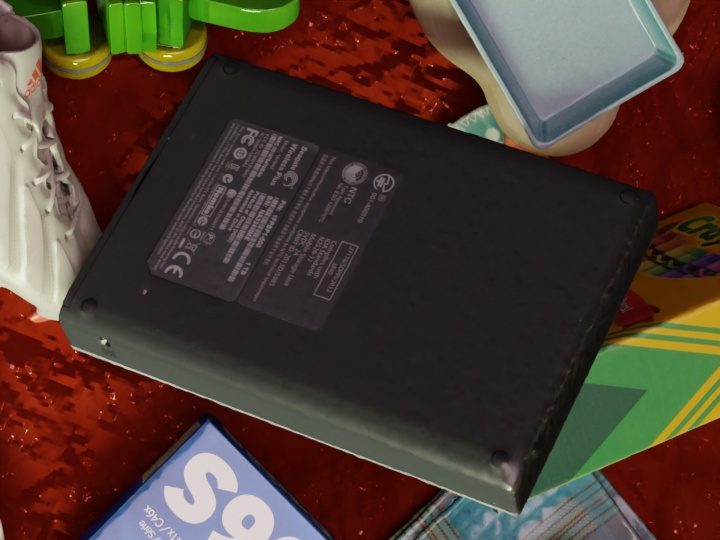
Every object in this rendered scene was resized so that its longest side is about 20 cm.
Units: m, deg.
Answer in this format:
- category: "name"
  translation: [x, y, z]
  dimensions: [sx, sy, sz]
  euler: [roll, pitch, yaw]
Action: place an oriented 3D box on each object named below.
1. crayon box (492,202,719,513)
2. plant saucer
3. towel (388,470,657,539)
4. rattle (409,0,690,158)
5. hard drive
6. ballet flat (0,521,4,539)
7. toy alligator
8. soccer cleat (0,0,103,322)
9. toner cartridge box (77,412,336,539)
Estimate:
- category: "crayon box"
  translation: [0.120, 0.026, 0.975]
  dimensions: [0.199, 0.127, 0.051]
  euler: [-22, 106, -12]
- category: "plant saucer"
  translation: [0.050, -0.148, 0.897]
  dimensions: [0.070, 0.019, 0.200]
  euler: [-30, 107, 6]
- category: "towel"
  translation: [0.054, 0.176, 1.030]
  dimensions: [0.200, 0.022, 0.147]
  euler: [-42, 104, -6]
- category: "rattle"
  translation: [0.083, -0.119, 1.002]
  dimensions: [0.130, 0.143, 0.201]
  euler: [0, 121, 3]
- category: "hard drive"
  translation: [0.000, 0.000, 0.911]
  dimensions: [0.199, 0.033, 0.140]
  euler: [19, 64, 20]
- category: "ballet flat"
  translation: [-0.185, 0.097, 0.943]
  dimensions: [0.065, 0.070, 0.201]
  euler: [-24, 109, -22]
- category: "toy alligator"
  translation: [-0.125, -0.116, 0.940]
  dimensions: [0.199, 0.059, 0.054]
  euler: [-5, 53, -7]
- category: "soccer cleat"
  translation: [-0.144, -0.056, 0.904]
  dimensions: [0.077, 0.069, 0.200]
  euler: [-29, 124, 12]
- category: "toner cartridge box"
  translation: [-0.028, 0.164, 0.975]
  dimensions: [0.200, 0.043, 0.095]
  euler: [45, 89, -3]
